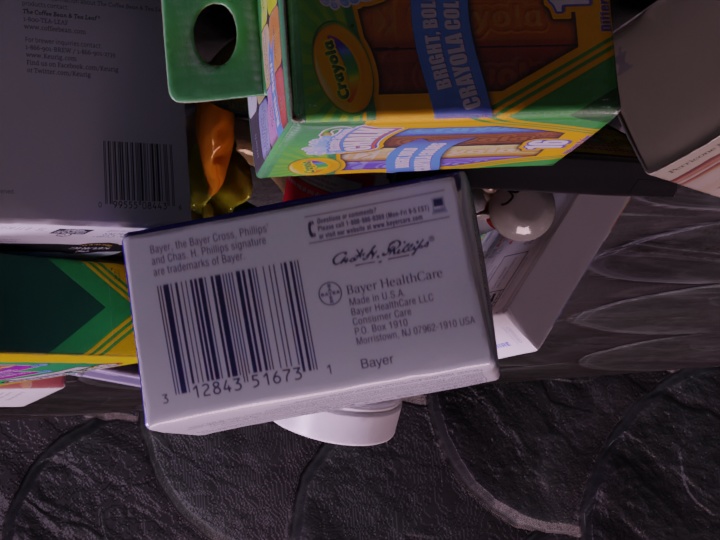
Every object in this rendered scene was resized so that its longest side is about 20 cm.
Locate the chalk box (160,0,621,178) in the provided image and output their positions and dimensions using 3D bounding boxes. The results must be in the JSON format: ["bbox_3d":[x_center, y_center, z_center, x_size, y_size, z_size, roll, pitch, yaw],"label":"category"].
[{"bbox_3d":[0.007,-0.116,1.051,0.199,0.126,0.124,-3,171,-12],"label":"chalk box"}]

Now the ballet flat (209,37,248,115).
[{"bbox_3d":[0.009,-0.128,1.203,0.199,0.071,0.071,-4,171,5],"label":"ballet flat"}]

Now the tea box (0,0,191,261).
[{"bbox_3d":[-0.227,-0.072,1.194,0.199,0.135,0.196,2,170,-37],"label":"tea box"}]

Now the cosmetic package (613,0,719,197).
[{"bbox_3d":[0.230,-0.101,1.285,0.103,0.088,0.200,-31,159,27],"label":"cosmetic package"}]

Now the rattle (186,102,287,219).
[{"bbox_3d":[-0.028,-0.049,1.436,0.199,0.130,0.143,29,126,-7],"label":"rattle"}]

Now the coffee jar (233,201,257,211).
[{"bbox_3d":[-0.094,-0.003,1.587,0.199,0.086,0.104,30,148,-8],"label":"coffee jar"}]

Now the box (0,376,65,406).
[{"bbox_3d":[-0.337,0.025,1.692,0.199,0.153,0.106,0,170,-26],"label":"box"}]

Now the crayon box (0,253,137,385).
[{"bbox_3d":[-0.236,0.034,1.244,0.199,0.059,0.172,-10,173,32],"label":"crayon box"}]

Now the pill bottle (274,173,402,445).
[{"bbox_3d":[0.000,0.000,1.373,0.112,0.201,0.112,11,-165,-3],"label":"pill bottle"}]

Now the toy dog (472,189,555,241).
[{"bbox_3d":[0.063,-0.065,1.515,0.096,0.132,0.200,40,150,-15],"label":"toy dog"}]

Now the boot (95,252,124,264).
[{"bbox_3d":[-0.167,-0.011,1.435,0.066,0.175,0.200,-46,168,7],"label":"boot"}]

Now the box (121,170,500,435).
[{"bbox_3d":[-0.020,0.022,1.209,0.183,0.106,0.200,-10,174,3],"label":"box"}]

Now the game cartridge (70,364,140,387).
[{"bbox_3d":[-0.155,0.067,1.564,0.199,0.039,0.129,12,172,-25],"label":"game cartridge"}]

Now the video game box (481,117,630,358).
[{"bbox_3d":[0.099,-0.013,1.580,0.182,0.200,0.047,-12,126,51],"label":"video game box"}]

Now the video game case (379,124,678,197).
[{"bbox_3d":[0.057,-0.086,1.297,0.199,0.026,0.181,2,-160,-33],"label":"video game case"}]
